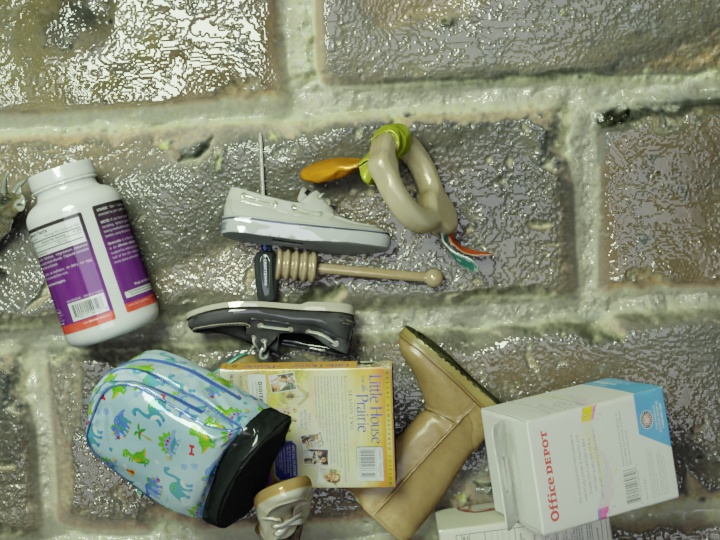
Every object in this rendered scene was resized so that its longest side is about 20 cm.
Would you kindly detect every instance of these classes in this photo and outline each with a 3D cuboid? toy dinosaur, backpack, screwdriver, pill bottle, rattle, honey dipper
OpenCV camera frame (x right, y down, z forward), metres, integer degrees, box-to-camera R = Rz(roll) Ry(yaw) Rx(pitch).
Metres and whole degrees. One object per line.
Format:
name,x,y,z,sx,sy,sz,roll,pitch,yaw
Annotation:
toy dinosaur,-0.470,-0.044,1.411,0.198,0.077,0.103,-11,82,6
backpack,-0.201,0.175,1.316,0.200,0.153,0.164,41,122,21
screwdriver,-0.111,-0.062,1.419,0.029,0.028,0.202,3,92,30
pill bottle,-0.312,-0.020,1.380,0.112,0.112,0.202,-18,93,2
rattle,0.043,-0.059,1.397,0.142,0.131,0.200,-32,120,13
honey dipper,0.000,0.000,1.409,0.198,0.038,0.038,4,94,-6

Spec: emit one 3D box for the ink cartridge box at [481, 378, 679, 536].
ink cartridge box,0.233,0.207,1.354,0.198,0.125,0.130,-10,94,-18

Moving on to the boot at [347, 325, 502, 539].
boot,0.056,0.192,1.414,0.175,0.066,0.200,42,95,-2

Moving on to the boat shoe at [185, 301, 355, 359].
boat shoe,-0.105,0.071,1.400,0.198,0.073,0.063,0,79,-4

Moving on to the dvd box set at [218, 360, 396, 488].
dvd box set,-0.059,0.176,1.371,0.198,0.029,0.148,-2,104,5

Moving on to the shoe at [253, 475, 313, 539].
shoe,-0.082,0.281,1.358,0.069,0.200,0.054,-20,68,-16

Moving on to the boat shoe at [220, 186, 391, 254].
boat shoe,-0.060,-0.062,1.393,0.198,0.071,0.071,7,79,-7

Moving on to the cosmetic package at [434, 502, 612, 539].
cosmetic package,0.191,0.327,1.410,0.198,0.087,0.104,-6,95,0

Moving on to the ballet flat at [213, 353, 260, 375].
ballet flat,-0.197,0.170,1.409,0.199,0.069,0.063,-32,70,3
